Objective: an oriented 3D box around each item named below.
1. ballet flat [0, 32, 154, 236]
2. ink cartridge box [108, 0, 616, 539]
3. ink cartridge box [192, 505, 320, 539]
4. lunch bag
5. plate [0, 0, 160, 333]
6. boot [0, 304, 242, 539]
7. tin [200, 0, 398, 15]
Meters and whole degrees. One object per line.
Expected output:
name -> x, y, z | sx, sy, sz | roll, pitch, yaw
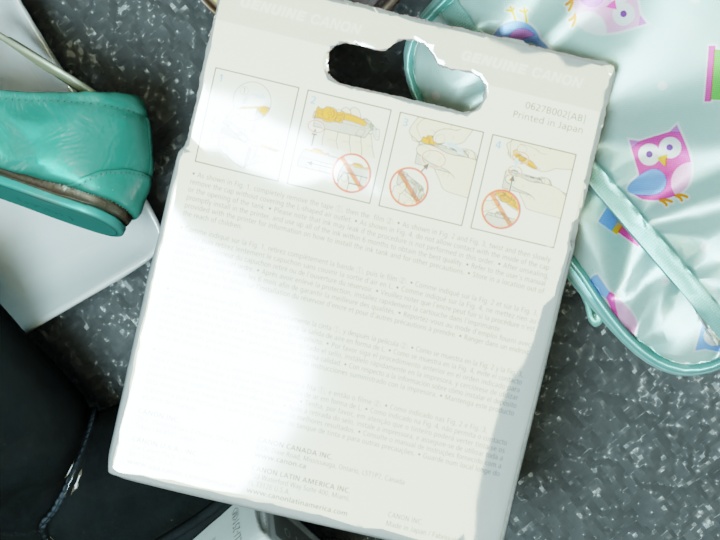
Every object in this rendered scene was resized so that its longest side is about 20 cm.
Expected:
ballet flat -> -0.178, -0.069, 0.859 | 0.198, 0.067, 0.071 | 13, 77, 6
ink cartridge box -> 0.000, 0.000, 0.811 | 0.160, 0.050, 0.202 | 13, 93, 0
ink cartridge box -> -0.038, 0.213, 0.882 | 0.173, 0.044, 0.200 | -41, 113, 12
lunch bag -> 0.123, -0.062, 0.827 | 0.160, 0.077, 0.200 | -42, 89, 12
plate -> -0.212, -0.048, 0.909 | 0.199, 0.032, 0.200 | -31, 93, 13
boot -> -0.127, 0.057, 0.873 | 0.198, 0.073, 0.163 | -39, 107, 17
tin -> -0.018, -0.194, 0.851 | 0.111, 0.042, 0.202 | 9, 100, 4
